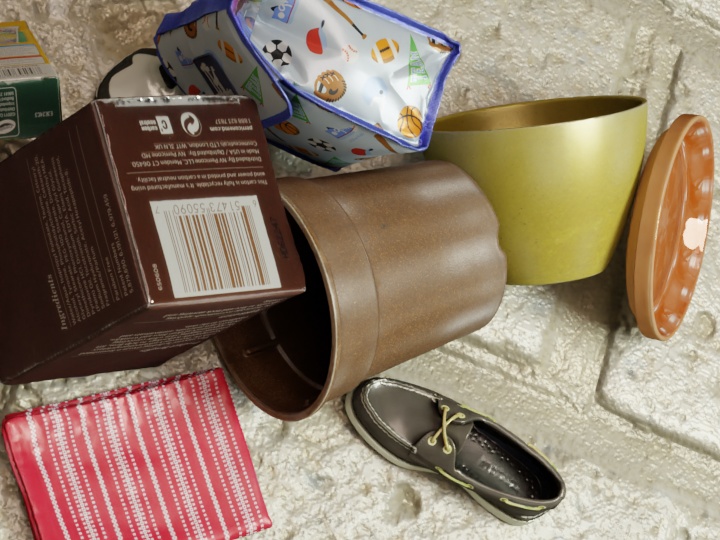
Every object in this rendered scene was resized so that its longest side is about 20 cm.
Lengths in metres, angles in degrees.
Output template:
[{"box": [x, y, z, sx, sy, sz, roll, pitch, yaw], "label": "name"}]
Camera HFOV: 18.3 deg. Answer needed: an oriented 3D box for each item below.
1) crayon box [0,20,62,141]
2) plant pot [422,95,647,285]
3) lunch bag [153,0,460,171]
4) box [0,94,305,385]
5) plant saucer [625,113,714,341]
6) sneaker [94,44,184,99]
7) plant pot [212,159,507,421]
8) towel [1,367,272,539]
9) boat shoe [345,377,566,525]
[{"box": [-0.311, -0.148, 1.765, 0.125, 0.200, 0.052, -6, 111, -13], "label": "crayon box"}, {"box": [0.155, -0.066, 1.928, 0.199, 0.200, 0.143, -12, 101, -25], "label": "plant pot"}, {"box": [-0.053, -0.162, 1.793, 0.199, 0.170, 0.124, 24, 75, -24], "label": "lunch bag"}, {"box": [-0.180, -0.023, 1.728, 0.166, 0.200, 0.165, -6, 75, -46], "label": "box"}, {"box": [0.271, -0.039, 1.964, 0.032, 0.200, 0.201, 10, 64, 20], "label": "plant saucer"}, {"box": [-0.135, -0.178, 1.892, 0.200, 0.080, 0.074, -28, 86, -26], "label": "sneaker"}, {"box": [0.000, 0.000, 1.832, 0.198, 0.200, 0.201, -17, 80, -33], "label": "plant pot"}, {"box": [-0.179, 0.163, 1.791, 0.199, 0.022, 0.145, -13, 79, -25], "label": "towel"}, {"box": [0.083, 0.144, 1.882, 0.201, 0.061, 0.072, 30, 64, -11], "label": "boat shoe"}]
